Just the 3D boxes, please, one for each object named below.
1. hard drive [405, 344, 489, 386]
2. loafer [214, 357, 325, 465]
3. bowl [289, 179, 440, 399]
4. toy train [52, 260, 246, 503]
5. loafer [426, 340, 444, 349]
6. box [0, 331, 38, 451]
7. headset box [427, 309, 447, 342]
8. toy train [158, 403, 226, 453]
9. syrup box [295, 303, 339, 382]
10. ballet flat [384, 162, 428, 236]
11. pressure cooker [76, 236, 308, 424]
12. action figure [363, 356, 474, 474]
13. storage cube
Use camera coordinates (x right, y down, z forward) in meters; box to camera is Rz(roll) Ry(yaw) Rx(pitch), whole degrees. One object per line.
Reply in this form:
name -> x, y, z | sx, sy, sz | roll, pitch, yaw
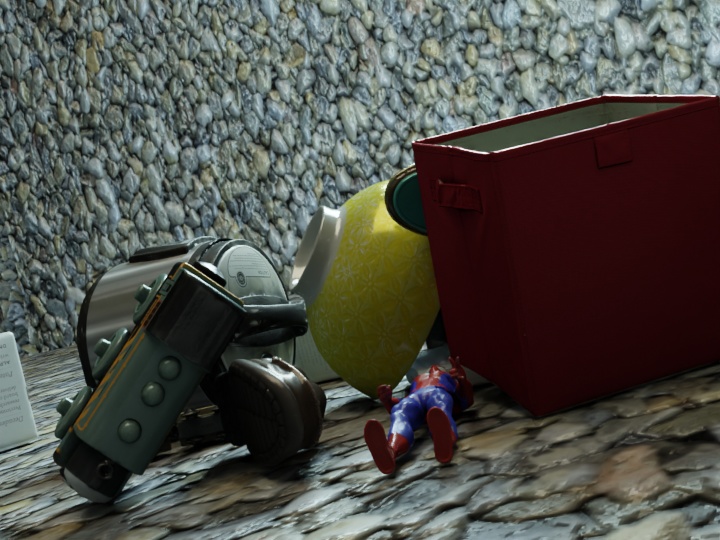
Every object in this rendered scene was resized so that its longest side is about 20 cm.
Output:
hard drive -> 0.139, 0.068, 1.003 | 0.197, 0.027, 0.132 | -15, 2, -4
loafer -> -0.060, 0.092, 0.850 | 0.070, 0.074, 0.200 | -15, 3, -17
bowl -> 0.000, 0.000, 1.015 | 0.106, 0.203, 0.200 | 21, -6, -13
toy train -> -0.161, 0.082, 0.869 | 0.202, 0.085, 0.114 | -57, 15, -8
loafer -> 0.100, 0.040, 1.287 | 0.070, 0.074, 0.200 | -15, 3, 4
box -> -0.514, 0.164, 1.364 | 0.198, 0.133, 0.198 | -15, 2, -33
headset box -> 0.149, 0.000, 1.053 | 0.197, 0.094, 0.174 | -15, 3, -14
toy train -> -0.136, 0.134, 1.010 | 0.197, 0.035, 0.046 | -14, -1, 0
syrup box -> -0.041, 0.074, 1.246 | 0.197, 0.083, 0.079 | -13, 4, 19
ballet flat -> 0.106, -0.066, 0.945 | 0.196, 0.072, 0.071 | -5, 0, -16
pressure cooker -> -0.151, 0.062, 1.126 | 0.197, 0.180, 0.177 | -12, 37, 26
action figure -> 0.046, 0.092, 0.796 | 0.064, 0.053, 0.200 | -17, 0, 9
storage cube -> 0.157, -0.022, 0.840 | 0.197, 0.183, 0.171 | -14, 12, -14
